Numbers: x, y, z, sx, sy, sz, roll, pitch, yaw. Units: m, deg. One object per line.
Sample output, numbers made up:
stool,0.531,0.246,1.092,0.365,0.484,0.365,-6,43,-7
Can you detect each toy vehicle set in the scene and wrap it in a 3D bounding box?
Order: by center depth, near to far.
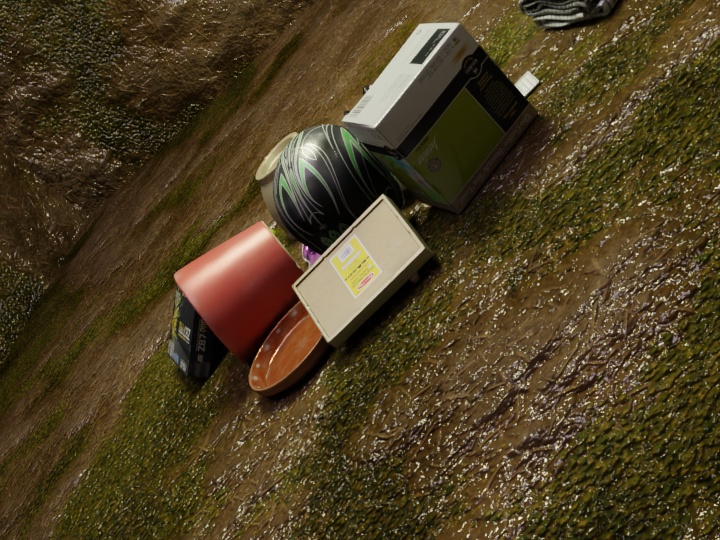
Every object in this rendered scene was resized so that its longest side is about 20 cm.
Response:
toy vehicle set,0.000,0.000,1.632,0.200,0.026,0.125,-44,53,12

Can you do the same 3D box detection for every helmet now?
helmet,-0.045,-0.127,1.744,0.199,0.191,0.200,-39,17,14

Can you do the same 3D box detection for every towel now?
towel,0.354,-0.475,1.785,0.166,0.085,0.200,-53,21,-9

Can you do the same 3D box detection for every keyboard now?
keyboard,0.204,-0.235,1.778,0.200,0.011,0.056,-46,21,11

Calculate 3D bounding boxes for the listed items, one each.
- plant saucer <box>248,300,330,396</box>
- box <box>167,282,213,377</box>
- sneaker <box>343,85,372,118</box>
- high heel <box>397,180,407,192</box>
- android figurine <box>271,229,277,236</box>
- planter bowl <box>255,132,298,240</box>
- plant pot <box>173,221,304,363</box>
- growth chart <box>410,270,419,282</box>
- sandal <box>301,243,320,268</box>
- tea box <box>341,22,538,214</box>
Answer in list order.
plant saucer,-0.097,0.114,1.751,0.200,0.032,0.201,-41,23,21
box,-0.314,0.100,2.099,0.200,0.048,0.164,-157,73,-69
sneaker,0.050,-0.337,2.166,0.200,0.088,0.076,-45,19,6
high heel,0.054,-0.167,1.872,0.201,0.071,0.142,-58,27,1
android figurine,-0.242,-0.015,2.252,0.181,0.041,0.201,-37,18,30
planter bowl,-0.118,-0.178,2.164,0.200,0.134,0.201,-42,21,20
plant pot,-0.190,0.025,1.899,0.177,0.201,0.200,-40,20,-2
growth chart,0.008,0.009,1.691,0.198,0.018,0.145,-26,27,24
sandal,-0.077,-0.045,1.965,0.083,0.050,0.203,-46,20,7
tea box,0.118,-0.227,1.667,0.201,0.197,0.133,-50,24,-7
